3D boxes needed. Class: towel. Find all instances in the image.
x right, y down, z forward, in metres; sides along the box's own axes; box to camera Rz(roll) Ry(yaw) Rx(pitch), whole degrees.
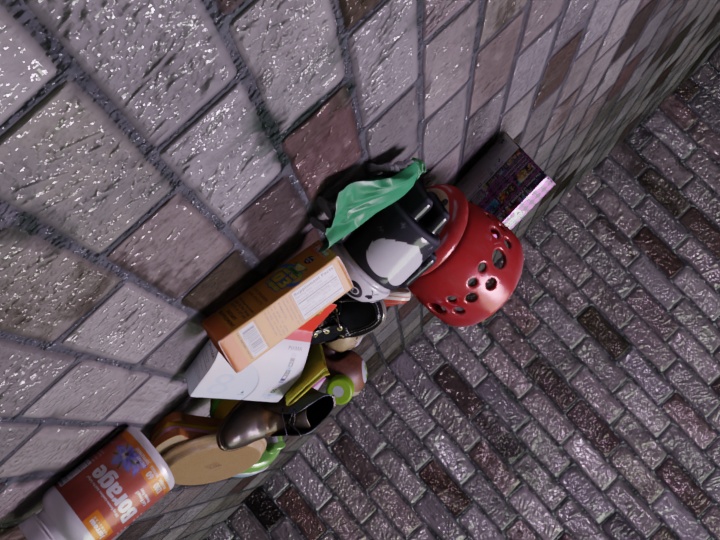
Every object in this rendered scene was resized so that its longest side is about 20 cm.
[{"bbox_3d":[-0.091,0.161,1.331,0.086,0.018,0.200,-44,-167,2],"label":"towel"}]

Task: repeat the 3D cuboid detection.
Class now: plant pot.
[{"bbox_3d":[0.149,-0.030,1.395,0.182,0.201,0.201,34,108,-33],"label":"plant pot"}]

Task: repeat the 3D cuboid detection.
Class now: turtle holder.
[{"bbox_3d":[-0.249,0.355,1.617,0.185,0.141,0.132,-34,167,-43],"label":"turtle holder"}]

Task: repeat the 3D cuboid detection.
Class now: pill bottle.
[{"bbox_3d":[-0.373,0.326,1.156,0.199,0.112,0.112,-39,168,-26],"label":"pill bottle"}]

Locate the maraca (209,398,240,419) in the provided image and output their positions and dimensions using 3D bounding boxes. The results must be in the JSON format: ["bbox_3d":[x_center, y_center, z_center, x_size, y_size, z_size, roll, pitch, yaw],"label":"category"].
[{"bbox_3d":[-0.191,0.205,1.374,0.136,0.107,0.201,-23,153,-25],"label":"maraca"}]

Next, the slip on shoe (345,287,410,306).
[{"bbox_3d":[-0.004,0.065,1.397,0.198,0.062,0.074,-13,-178,23],"label":"slip on shoe"}]

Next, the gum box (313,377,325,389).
[{"bbox_3d":[-0.148,0.214,1.529,0.066,0.114,0.200,-35,166,-36],"label":"gum box"}]

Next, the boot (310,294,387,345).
[{"bbox_3d":[-0.072,0.091,1.300,0.202,0.074,0.153,-11,-175,33],"label":"boot"}]

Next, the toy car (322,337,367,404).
[{"bbox_3d":[-0.026,0.137,1.635,0.201,0.157,0.164,-58,178,13],"label":"toy car"}]

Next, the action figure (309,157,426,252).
[{"bbox_3d":[0.020,-0.109,1.108,0.199,0.055,0.119,-31,161,-36],"label":"action figure"}]

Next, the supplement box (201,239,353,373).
[{"bbox_3d":[-0.110,0.046,1.097,0.199,0.066,0.069,-35,127,-16],"label":"supplement box"}]

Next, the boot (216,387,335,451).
[{"bbox_3d":[-0.130,0.229,1.285,0.096,0.076,0.199,-1,-162,42],"label":"boot"}]

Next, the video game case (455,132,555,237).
[{"bbox_3d":[0.251,-0.142,1.545,0.036,0.182,0.200,32,108,-34],"label":"video game case"}]

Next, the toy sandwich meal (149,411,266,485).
[{"bbox_3d":[-0.256,0.292,1.351,0.202,0.071,0.206,-14,150,-8],"label":"toy sandwich meal"}]

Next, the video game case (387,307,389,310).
[{"bbox_3d":[0.083,-0.002,1.623,0.182,0.025,0.200,-63,176,-23],"label":"video game case"}]

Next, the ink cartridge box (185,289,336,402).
[{"bbox_3d":[-0.142,0.117,1.192,0.159,0.048,0.200,12,132,-39],"label":"ink cartridge box"}]

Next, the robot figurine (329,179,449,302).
[{"bbox_3d":[0.041,-0.042,1.233,0.200,0.150,0.125,-44,180,15],"label":"robot figurine"}]
